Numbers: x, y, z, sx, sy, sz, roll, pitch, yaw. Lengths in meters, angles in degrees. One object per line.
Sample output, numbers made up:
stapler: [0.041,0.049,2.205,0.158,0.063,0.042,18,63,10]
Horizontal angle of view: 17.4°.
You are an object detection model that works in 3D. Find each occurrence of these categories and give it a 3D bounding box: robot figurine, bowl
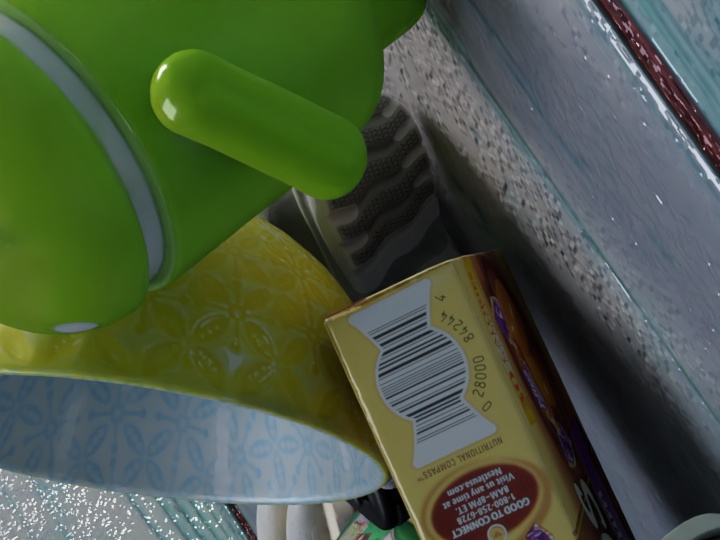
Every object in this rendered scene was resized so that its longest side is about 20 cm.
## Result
robot figurine: [-0.073,-0.060,0.759,0.175,0.200,0.116,7,131,53]
bowl: [-0.081,0.016,0.897,0.200,0.198,0.109,90,-174,-73]

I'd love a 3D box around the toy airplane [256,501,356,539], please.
toy airplane: [-0.029,0.158,1.442,0.199,0.141,0.201,50,168,43]

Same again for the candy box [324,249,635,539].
candy box: [0.061,0.095,0.850,0.201,0.056,0.117,64,-168,4]

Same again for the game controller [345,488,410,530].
game controller: [-0.022,0.059,1.125,0.105,0.042,0.200,60,170,-14]

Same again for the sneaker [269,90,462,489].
sneaker: [0.000,0.000,0.972,0.082,0.075,0.201,30,142,44]

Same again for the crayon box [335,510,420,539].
crayon box: [0.074,0.195,1.142,0.172,0.058,0.200,41,174,-12]

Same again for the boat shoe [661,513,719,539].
boat shoe: [0.145,0.155,0.764,0.061,0.072,0.202,41,168,48]
